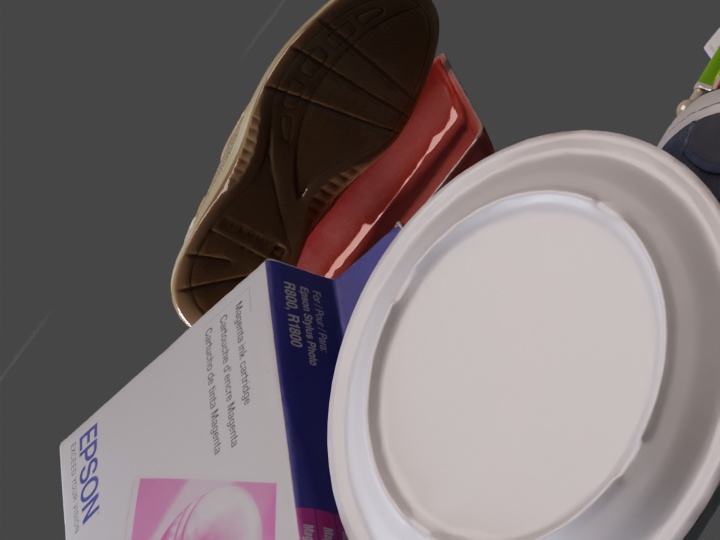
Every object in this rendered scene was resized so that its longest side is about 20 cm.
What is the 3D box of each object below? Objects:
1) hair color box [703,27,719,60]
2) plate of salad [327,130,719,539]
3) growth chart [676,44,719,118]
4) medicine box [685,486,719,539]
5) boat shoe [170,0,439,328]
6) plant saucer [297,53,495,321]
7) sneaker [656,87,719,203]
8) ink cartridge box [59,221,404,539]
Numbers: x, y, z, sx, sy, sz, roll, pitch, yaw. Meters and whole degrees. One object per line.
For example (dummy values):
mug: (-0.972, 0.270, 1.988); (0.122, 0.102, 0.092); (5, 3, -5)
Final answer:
hair color box: (0.285, -0.172, 1.583); (0.200, 0.065, 0.109); (-52, 13, 13)
plate of salad: (0.070, 0.044, 1.079); (0.200, 0.048, 0.201); (-18, 61, 35)
growth chart: (0.252, -0.153, 1.488); (0.145, 0.018, 0.200); (-59, 16, -22)
medicine box: (0.086, 0.046, 1.424); (0.103, 0.182, 0.200); (-55, 12, -11)
boat shoe: (-0.034, -0.060, 1.396); (0.200, 0.071, 0.065); (-55, 13, -1)
plant saucer: (0.000, 0.000, 1.354); (0.200, 0.037, 0.200); (-52, 11, 9)
sneaker: (0.153, -0.006, 1.140); (0.146, 0.077, 0.202); (-55, 16, -25)
ink cartridge box: (-0.050, 0.092, 1.207); (0.200, 0.043, 0.197); (-43, 33, 24)
